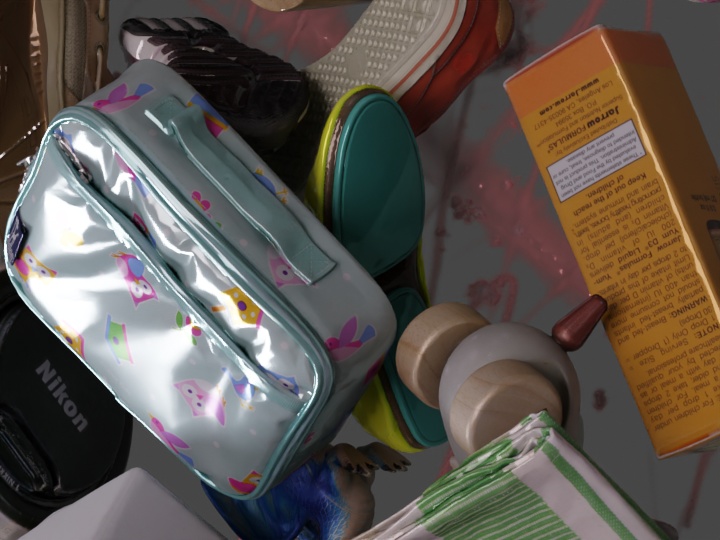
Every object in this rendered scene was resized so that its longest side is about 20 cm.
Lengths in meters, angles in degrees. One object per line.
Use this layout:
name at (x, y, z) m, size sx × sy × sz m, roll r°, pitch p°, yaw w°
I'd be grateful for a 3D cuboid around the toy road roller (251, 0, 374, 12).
toy road roller at (-0.066, -0.198, 1.323) m, size 0.146 × 0.123 × 0.200 m, roll -48°, pitch 64°, yaw 41°

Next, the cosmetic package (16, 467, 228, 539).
cosmetic package at (-0.130, 0.239, 1.259) m, size 0.165 × 0.200 × 0.165 m, roll 41°, pitch 139°, yaw -15°

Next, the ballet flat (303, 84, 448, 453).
ballet flat at (0.000, 0.000, 1.280) m, size 0.067 × 0.067 × 0.200 m, roll 15°, pitch 126°, yaw 48°

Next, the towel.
towel at (0.045, 0.161, 1.169) m, size 0.200 × 0.153 × 0.023 m, roll -36°, pitch 36°, yaw 14°

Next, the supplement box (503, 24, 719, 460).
supplement box at (0.141, -0.013, 1.212) m, size 0.069 × 0.067 × 0.200 m, roll -31°, pitch 73°, yaw 30°

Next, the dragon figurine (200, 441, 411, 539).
dragon figurine at (-0.040, 0.111, 1.339) m, size 0.200 × 0.059 × 0.099 m, roll 43°, pitch 112°, yaw 25°

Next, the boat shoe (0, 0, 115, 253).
boat shoe at (-0.156, -0.090, 1.355) m, size 0.072 × 0.065 × 0.200 m, roll -13°, pitch 78°, yaw 55°

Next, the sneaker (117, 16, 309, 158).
sneaker at (-0.079, -0.058, 1.331) m, size 0.200 × 0.076 × 0.116 m, roll -132°, pitch 44°, yaw -66°

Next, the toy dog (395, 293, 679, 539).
toy dog at (0.096, 0.084, 1.207) m, size 0.096 × 0.200 × 0.132 m, roll -32°, pitch 54°, yaw -6°

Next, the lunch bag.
lunch bag at (-0.083, 0.003, 1.234) m, size 0.200 × 0.077 × 0.160 m, roll 45°, pitch 145°, yaw 10°

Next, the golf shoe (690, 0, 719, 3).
golf shoe at (0.127, -0.211, 1.226) m, size 0.092 × 0.075 × 0.200 m, roll -33°, pitch 70°, yaw 46°

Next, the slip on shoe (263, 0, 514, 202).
slip on shoe at (0.007, -0.084, 1.306) m, size 0.200 × 0.061 × 0.074 m, roll -43°, pitch 45°, yaw 39°

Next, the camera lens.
camera lens at (-0.238, 0.082, 1.412) m, size 0.200 × 0.160 × 0.160 m, roll -11°, pitch 84°, yaw 34°
